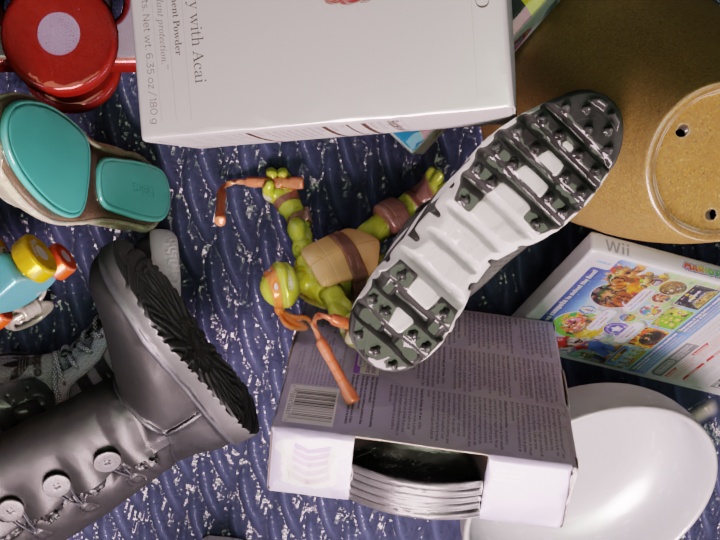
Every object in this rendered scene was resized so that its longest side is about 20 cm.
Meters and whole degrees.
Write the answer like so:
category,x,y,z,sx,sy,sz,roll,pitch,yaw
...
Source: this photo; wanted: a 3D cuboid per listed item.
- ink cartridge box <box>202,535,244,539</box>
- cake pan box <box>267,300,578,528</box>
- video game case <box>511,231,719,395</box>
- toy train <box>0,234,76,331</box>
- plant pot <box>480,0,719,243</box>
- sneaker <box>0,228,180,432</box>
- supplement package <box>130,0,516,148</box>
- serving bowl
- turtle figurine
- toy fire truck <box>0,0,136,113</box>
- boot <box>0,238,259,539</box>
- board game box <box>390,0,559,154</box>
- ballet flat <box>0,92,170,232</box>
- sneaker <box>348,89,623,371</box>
category,x,y,z,sx,sy,sz,roll,pitch,yaw
ink cartridge box,-0.110,0.330,0.863,0.043,0.197,0.202,6,109,-9
cake pan box,0.042,0.084,0.779,0.182,0.200,0.053,5,114,1
video game case,0.221,0.037,0.861,0.198,0.018,0.143,14,148,-14
toy train,-0.276,0.032,0.743,0.056,0.200,0.150,54,140,3
plant pot,0.187,-0.095,0.757,0.185,0.200,0.188,-3,109,-8
sneaker,-0.191,0.060,0.816,0.113,0.076,0.201,12,110,-16
supplement package,-0.015,-0.137,0.668,0.198,0.120,0.122,-4,93,8
serving bowl,0.163,0.155,0.902,0.198,0.066,0.201,-8,129,-10
turtle figurine,0.000,0.000,0.796,0.160,0.200,0.065,-19,141,-19
toy fire truck,-0.217,-0.183,0.717,0.198,0.112,0.170,-3,92,-9
boot,-0.190,0.090,0.762,0.199,0.066,0.165,-27,117,11
board game box,0.049,-0.195,0.748,0.147,0.064,0.200,42,99,2
ballet flat,-0.185,-0.055,0.726,0.062,0.200,0.068,-2,79,18
sneaker,0.068,-0.031,0.700,0.066,0.091,0.200,42,98,-8
